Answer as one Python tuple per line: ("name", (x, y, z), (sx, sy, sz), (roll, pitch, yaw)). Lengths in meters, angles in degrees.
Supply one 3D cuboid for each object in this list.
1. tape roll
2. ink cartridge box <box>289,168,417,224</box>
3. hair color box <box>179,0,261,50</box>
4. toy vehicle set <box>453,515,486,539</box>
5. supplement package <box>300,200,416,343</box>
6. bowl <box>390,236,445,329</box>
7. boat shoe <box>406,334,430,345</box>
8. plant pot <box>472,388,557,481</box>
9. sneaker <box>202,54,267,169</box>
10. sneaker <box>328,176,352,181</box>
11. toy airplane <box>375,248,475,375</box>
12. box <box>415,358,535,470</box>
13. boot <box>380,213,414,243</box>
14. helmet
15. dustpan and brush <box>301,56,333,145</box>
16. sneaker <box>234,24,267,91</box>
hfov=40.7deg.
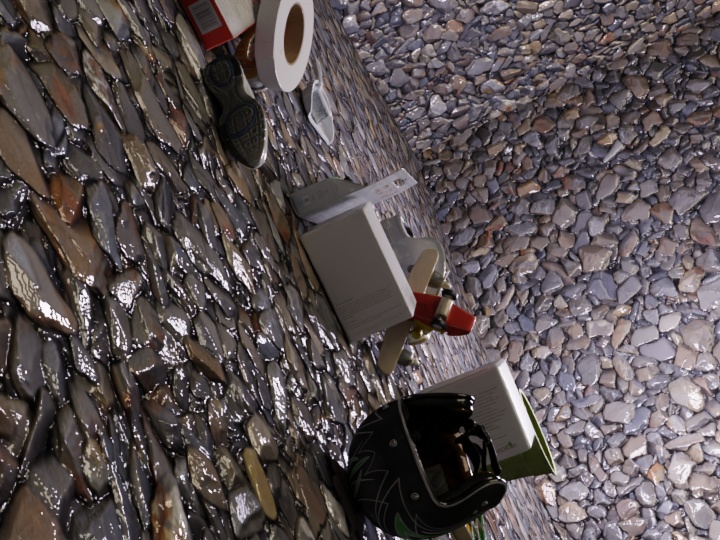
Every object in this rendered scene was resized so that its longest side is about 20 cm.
("tape roll", (-0.130, -0.409, 1.672), (0.203, 0.037, 0.204), (12, 90, -77))
("ink cartridge box", (-0.010, -0.143, 1.704), (0.160, 0.199, 0.047), (17, 50, -77))
("hair color box", (-0.213, -0.443, 1.588), (0.102, 0.061, 0.200), (63, 29, -19))
("toy vehicle set", (0.210, 0.489, 1.881), (0.200, 0.026, 0.125), (-84, 149, -70))
("supplement package", (0.000, 0.000, 1.655), (0.120, 0.121, 0.201), (-59, 125, -77))
("bowl", (0.075, 0.015, 1.928), (0.090, 0.201, 0.201), (20, 35, -27))
("boat shoe", (0.128, 0.098, 2.213), (0.200, 0.074, 0.067), (-87, 157, -68))
("plant pot", (0.302, 0.386, 2.120), (0.200, 0.189, 0.201), (-24, 90, -80))
("sneaker", (-0.173, -0.230, 1.448), (0.087, 0.074, 0.201), (58, 13, -60))
("sneaker", (-0.011, -0.107, 1.972), (0.201, 0.074, 0.118), (57, 12, -43))
("toy airplane", (0.093, 0.077, 1.796), (0.199, 0.200, 0.141), (63, 2, 32))
("box", (0.216, 0.287, 1.886), (0.199, 0.199, 0.172), (5, 63, -77))
("boot", (0.100, -0.040, 2.317), (0.200, 0.095, 0.074), (60, 12, -29))
("helmet", (0.075, 0.258, 1.273), (0.200, 0.190, 0.201), (174, -90, -70))
("dustpan and brush", (-0.098, -0.407, 2.238), (0.140, 0.057, 0.201), (46, 22, -61))
("sneaker", (-0.174, -0.412, 1.729), (0.088, 0.075, 0.201), (64, 40, -64))
